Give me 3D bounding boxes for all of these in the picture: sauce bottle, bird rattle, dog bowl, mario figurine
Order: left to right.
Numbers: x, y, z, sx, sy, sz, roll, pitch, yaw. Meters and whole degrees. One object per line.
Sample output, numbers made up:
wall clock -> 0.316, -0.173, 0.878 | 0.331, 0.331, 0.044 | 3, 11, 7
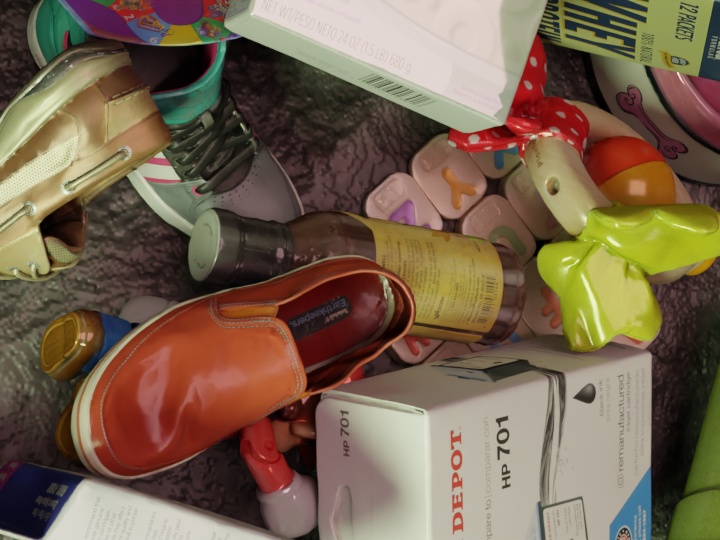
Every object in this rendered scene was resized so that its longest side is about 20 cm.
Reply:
mario figurine -> -0.081, 0.080, 0.909 | 0.198, 0.106, 0.125 | 9, 85, -35
sauce bottle -> 0.000, 0.000, 0.930 | 0.198, 0.064, 0.066 | 11, 83, -31
bird rattle -> 0.136, -0.049, 0.983 | 0.162, 0.113, 0.201 | 3, 42, -50
dog bowl -> 0.246, -0.158, 1.063 | 0.198, 0.074, 0.203 | 1, 87, -22

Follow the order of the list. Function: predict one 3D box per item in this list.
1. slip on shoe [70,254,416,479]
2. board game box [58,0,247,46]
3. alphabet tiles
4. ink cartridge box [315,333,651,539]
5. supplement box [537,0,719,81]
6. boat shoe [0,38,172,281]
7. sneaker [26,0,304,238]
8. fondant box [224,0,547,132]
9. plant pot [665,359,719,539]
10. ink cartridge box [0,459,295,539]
slip on shoe -> -0.055, 0.044, 0.829 | 0.199, 0.061, 0.075 | -24, 101, -28
board game box -> -0.107, -0.199, 0.874 | 0.157, 0.039, 0.200 | -26, 56, -27
alphabet tiles -> 0.098, -0.001, 1.026 | 0.200, 0.015, 0.196 | -41, 102, -19
ink cartridge box -> 0.075, 0.126, 0.927 | 0.199, 0.085, 0.148 | -10, 102, -46
supplement box -> 0.146, -0.240, 0.951 | 0.198, 0.134, 0.202 | 14, 81, 10
boat shoe -> -0.174, -0.029, 0.833 | 0.200, 0.076, 0.074 | -41, 89, 25
sneaker -> -0.091, -0.086, 0.896 | 0.200, 0.121, 0.084 | 44, 73, -14
fondant box -> 0.034, -0.190, 0.832 | 0.143, 0.058, 0.202 | 21, 84, -16
plant pot -> 0.284, 0.111, 1.018 | 0.198, 0.200, 0.192 | 17, 69, -20
ink cartridge box -> -0.123, 0.129, 0.831 | 0.198, 0.196, 0.044 | 23, 78, -20
